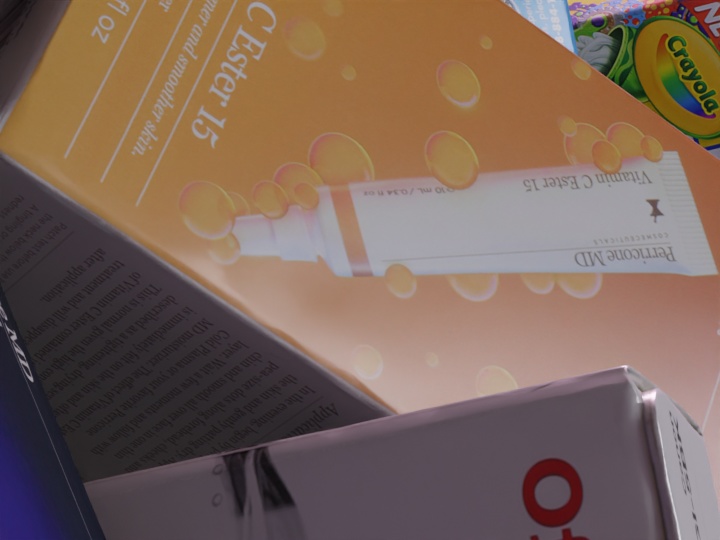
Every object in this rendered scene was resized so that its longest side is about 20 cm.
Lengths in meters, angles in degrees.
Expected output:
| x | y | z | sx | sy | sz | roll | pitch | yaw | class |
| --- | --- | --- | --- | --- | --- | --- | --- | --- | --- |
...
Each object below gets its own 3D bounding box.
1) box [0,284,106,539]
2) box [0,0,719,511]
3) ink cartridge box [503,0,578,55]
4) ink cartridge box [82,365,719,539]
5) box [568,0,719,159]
| x | y | z | sx | sy | sz | roll | pitch | yaw | class |
| --- | --- | --- | --- | --- | --- | --- | --- | --- | --- |
| -0.094 | 0.066 | 0.506 | 0.200 | 0.079 | 0.141 | 65 | 7 | 20 | box |
| -0.006 | 0.000 | 0.709 | 0.200 | 0.097 | 0.124 | 34 | 53 | -17 | box |
| -0.035 | -0.027 | 0.808 | 0.068 | 0.200 | 0.116 | -31 | -115 | 58 | ink cartridge box |
| -0.016 | 0.114 | 0.605 | 0.083 | 0.200 | 0.147 | 34 | 46 | -70 | ink cartridge box |
| 0.068 | -0.017 | 1.066 | 0.122 | 0.193 | 0.200 | -76 | 149 | -61 | box |
